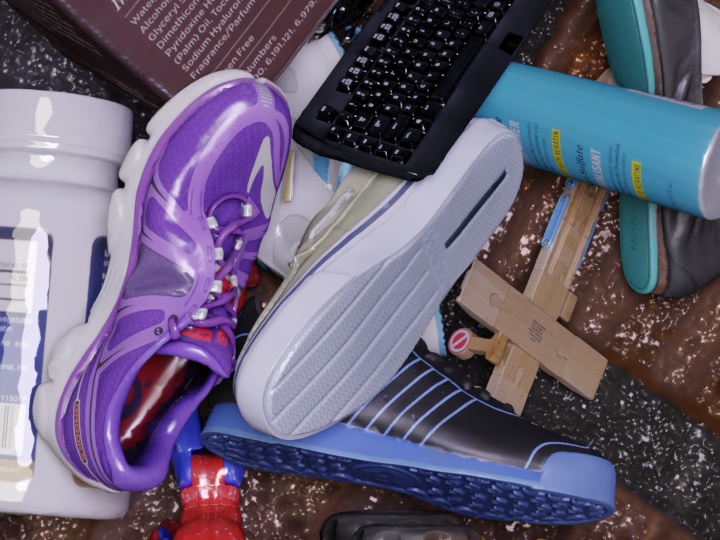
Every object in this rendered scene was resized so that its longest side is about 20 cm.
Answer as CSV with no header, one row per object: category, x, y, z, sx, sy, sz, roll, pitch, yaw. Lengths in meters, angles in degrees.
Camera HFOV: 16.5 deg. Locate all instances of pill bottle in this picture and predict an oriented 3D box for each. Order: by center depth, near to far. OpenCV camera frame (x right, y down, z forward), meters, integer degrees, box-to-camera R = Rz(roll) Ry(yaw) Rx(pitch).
pill bottle,-0.159,0.018,1.202,0.111,0.111,0.201,4,84,0

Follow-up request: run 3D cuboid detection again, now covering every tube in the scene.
tube,0.086,-0.073,1.190,0.200,0.078,0.050,17,58,30

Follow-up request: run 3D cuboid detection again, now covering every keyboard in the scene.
keyboard,0.028,-0.127,1.181,0.104,0.040,0.200,15,48,22

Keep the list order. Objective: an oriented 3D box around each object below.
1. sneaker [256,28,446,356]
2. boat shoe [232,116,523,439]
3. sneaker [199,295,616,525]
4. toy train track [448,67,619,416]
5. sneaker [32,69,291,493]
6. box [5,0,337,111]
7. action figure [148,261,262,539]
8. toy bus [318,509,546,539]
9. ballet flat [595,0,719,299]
sneaker,-0.022,-0.042,1.229,0.081,0.077,0.201,-19,83,1
boat shoe,0.000,0.000,1.141,0.062,0.072,0.200,18,50,35
sneaker,0.027,0.065,1.167,0.199,0.070,0.078,12,69,0
toy train track,0.092,-0.009,1.240,0.115,0.032,0.200,36,70,-40
sneaker,-0.073,0.009,1.120,0.081,0.083,0.201,19,94,-38
box,-0.114,-0.195,1.153,0.164,0.166,0.200,-52,132,-5
action figure,-0.071,0.103,1.226,0.065,0.099,0.201,-3,62,2
toy bus,0.081,0.182,1.153,0.191,0.200,0.136,1,87,-8
ballet flat,0.156,-0.084,1.221,0.068,0.068,0.201,-14,115,-14
